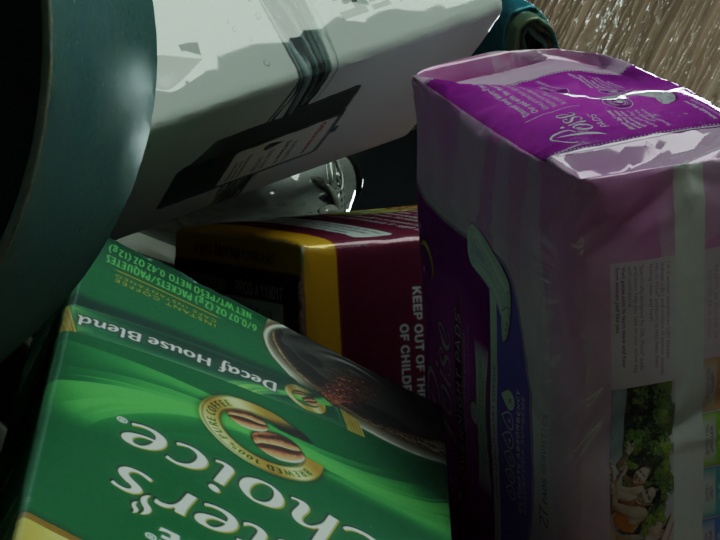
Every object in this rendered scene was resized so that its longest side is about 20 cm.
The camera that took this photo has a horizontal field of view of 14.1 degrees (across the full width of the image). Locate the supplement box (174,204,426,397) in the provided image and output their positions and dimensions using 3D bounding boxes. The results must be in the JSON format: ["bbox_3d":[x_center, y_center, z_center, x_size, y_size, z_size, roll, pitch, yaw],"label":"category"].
[{"bbox_3d":[0.051,0.022,0.964,0.199,0.086,0.110,-5,6,-24],"label":"supplement box"}]

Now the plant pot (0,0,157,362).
[{"bbox_3d":[-0.129,-0.054,0.735,0.200,0.201,0.135,30,14,21],"label":"plant pot"}]

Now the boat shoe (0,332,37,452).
[{"bbox_3d":[-0.083,0.032,0.888,0.200,0.061,0.076,30,8,22],"label":"boat shoe"}]

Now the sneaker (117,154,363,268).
[{"bbox_3d":[0.000,0.000,1.098,0.199,0.075,0.116,21,44,7],"label":"sneaker"}]

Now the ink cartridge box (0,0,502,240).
[{"bbox_3d":[-0.076,-0.094,0.900,0.199,0.083,0.147,-22,74,-37],"label":"ink cartridge box"}]

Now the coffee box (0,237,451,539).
[{"bbox_3d":[-0.034,0.067,0.754,0.123,0.044,0.200,27,20,-9],"label":"coffee box"}]

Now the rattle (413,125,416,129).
[{"bbox_3d":[-0.058,-0.032,1.036,0.130,0.144,0.200,-20,-31,33],"label":"rattle"}]

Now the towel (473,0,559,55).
[{"bbox_3d":[0.061,-0.073,1.256,0.200,0.022,0.147,-126,-165,-64],"label":"towel"}]

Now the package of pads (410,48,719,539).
[{"bbox_3d":[0.067,0.043,0.838,0.075,0.201,0.120,-10,21,-20],"label":"package of pads"}]

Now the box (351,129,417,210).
[{"bbox_3d":[-0.069,-0.115,1.350,0.200,0.117,0.197,36,-27,44],"label":"box"}]
